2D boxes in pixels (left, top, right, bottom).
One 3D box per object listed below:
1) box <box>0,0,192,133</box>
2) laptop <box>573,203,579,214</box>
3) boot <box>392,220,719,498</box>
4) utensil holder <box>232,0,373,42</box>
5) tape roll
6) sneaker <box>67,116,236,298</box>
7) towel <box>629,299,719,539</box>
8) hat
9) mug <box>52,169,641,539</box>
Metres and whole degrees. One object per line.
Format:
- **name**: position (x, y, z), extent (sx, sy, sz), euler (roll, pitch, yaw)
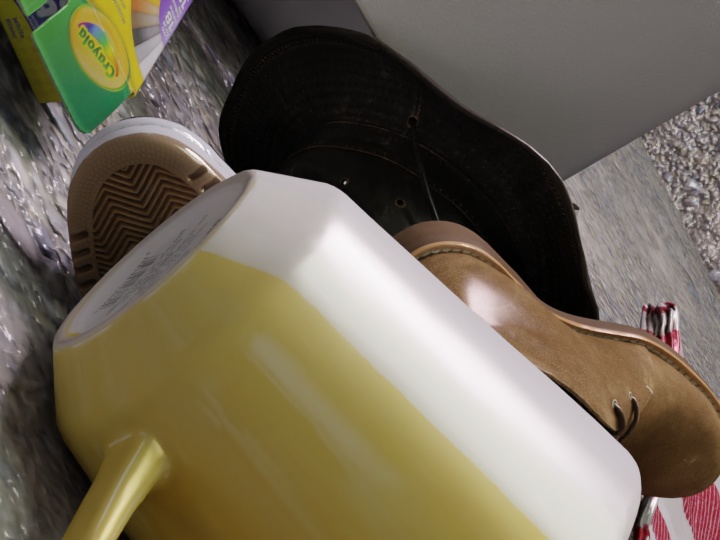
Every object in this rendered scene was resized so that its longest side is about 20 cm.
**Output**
- **box**: position (-0.095, -0.151, 0.823), extent (0.200, 0.048, 0.118), euler (-67, 146, -47)
- **laptop**: position (0.095, 0.079, 1.111), extent (0.116, 0.201, 0.187), euler (29, 8, 11)
- **boot**: position (0.085, 0.057, 0.870), extent (0.200, 0.074, 0.076), euler (30, 19, -37)
- **utensil holder**: position (-0.011, -0.198, 1.161), extent (0.200, 0.169, 0.170), euler (55, 14, -39)
- **tape roll**: position (0.065, -0.140, 0.994), extent (0.203, 0.139, 0.203), euler (59, 4, -6)
- **sneaker**: position (-0.050, -0.005, 0.802), extent (0.109, 0.070, 0.200), euler (-98, 163, -45)
- **towel**: position (0.147, 0.130, 1.007), extent (0.200, 0.023, 0.144), euler (-76, 152, -45)
- **hat**: position (0.000, 0.000, 0.926), extent (0.081, 0.200, 0.201), euler (-43, 109, -34)
- **mug**: position (-0.015, 0.057, 0.667), extent (0.153, 0.149, 0.187), euler (50, 8, -13)
